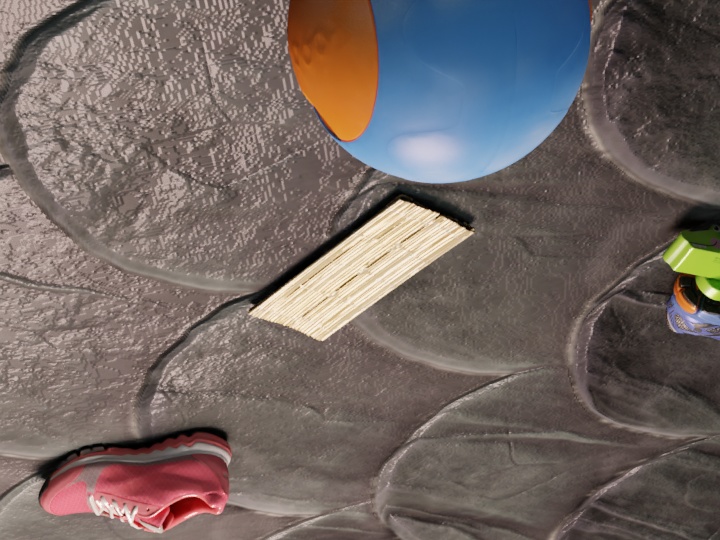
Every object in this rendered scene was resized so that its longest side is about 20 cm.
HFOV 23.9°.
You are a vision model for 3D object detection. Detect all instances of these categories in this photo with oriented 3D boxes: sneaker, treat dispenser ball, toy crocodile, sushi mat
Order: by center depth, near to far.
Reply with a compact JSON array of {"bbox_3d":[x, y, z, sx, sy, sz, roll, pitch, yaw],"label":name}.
[{"bbox_3d":[0.052,-0.159,1.111,0.199,0.202,0.201,-8,146,-5],"label":"treat dispenser ball"},{"bbox_3d":[0.000,0.000,1.498,0.095,0.012,0.200,24,132,-39],"label":"sushi mat"},{"bbox_3d":[0.370,-0.012,1.563,0.198,0.062,0.068,6,142,-18],"label":"toy crocodile"},{"bbox_3d":[0.379,0.035,1.629,0.198,0.076,0.079,9,151,-16],"label":"sneaker"},{"bbox_3d":[-0.223,0.221,1.687,0.198,0.087,0.074,-13,146,2],"label":"sneaker"}]
